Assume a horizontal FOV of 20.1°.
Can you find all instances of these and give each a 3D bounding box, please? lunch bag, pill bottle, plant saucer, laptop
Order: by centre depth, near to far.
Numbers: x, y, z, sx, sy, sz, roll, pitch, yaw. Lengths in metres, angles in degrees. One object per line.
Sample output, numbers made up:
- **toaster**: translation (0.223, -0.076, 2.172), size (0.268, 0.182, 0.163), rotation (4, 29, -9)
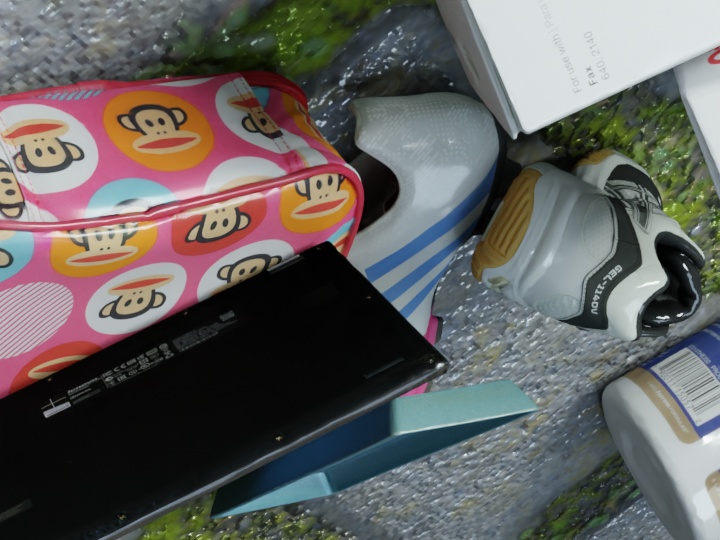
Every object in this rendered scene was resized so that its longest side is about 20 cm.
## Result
- **laptop**: translation (-0.067, 0.084, 0.782), size (0.187, 0.200, 0.116), rotation (-27, 116, -10)
- **lunch bag**: translation (-0.107, 0.011, 0.817), size (0.199, 0.082, 0.177), rotation (-9, 139, -31)
- **plant saucer**: translation (-0.001, 0.079, 0.885), size (0.070, 0.019, 0.200), rotation (-8, 169, -28)
- **pill bottle**: translation (0.245, 0.066, 1.136), size (0.199, 0.111, 0.111), rotation (-29, 145, -6)

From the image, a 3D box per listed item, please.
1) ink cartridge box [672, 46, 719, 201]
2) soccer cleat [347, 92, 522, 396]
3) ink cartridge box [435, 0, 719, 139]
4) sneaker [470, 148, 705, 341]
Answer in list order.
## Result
- **ink cartridge box**: translation (0.216, -0.087, 0.749), size (0.199, 0.145, 0.085), rotation (-23, 108, 12)
- **soccer cleat**: translation (0.000, 0.000, 0.914), size (0.086, 0.070, 0.201), rotation (5, 129, -22)
- **ink cartridge box**: translation (0.122, -0.136, 0.734), size (0.199, 0.146, 0.086), rotation (-24, 105, 1)
- **sneaker**: translation (0.115, -0.002, 0.921), size (0.076, 0.087, 0.200), rotation (-63, 166, 16)
